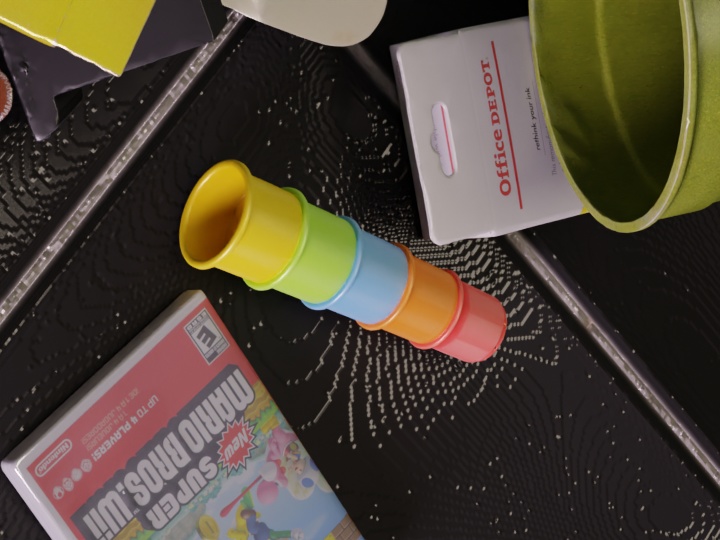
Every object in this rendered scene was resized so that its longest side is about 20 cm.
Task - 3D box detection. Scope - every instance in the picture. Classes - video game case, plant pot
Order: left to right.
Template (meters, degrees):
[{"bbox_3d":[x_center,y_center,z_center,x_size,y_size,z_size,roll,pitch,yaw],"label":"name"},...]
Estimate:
[{"bbox_3d":[-0.082,0.132,1.232,0.143,0.017,0.200,-44,114,-29],"label":"video game case"},{"bbox_3d":[0.214,-0.131,1.224,0.192,0.200,0.201,-8,94,-16],"label":"plant pot"}]

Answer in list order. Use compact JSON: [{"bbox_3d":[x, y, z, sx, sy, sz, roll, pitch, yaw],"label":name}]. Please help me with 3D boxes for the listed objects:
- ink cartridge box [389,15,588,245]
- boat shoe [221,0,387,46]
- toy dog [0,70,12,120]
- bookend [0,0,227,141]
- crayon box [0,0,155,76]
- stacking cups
[{"bbox_3d":[0.089,-0.084,1.329,0.199,0.068,0.116,-14,96,-36],"label":"ink cartridge box"},{"bbox_3d":[-0.079,-0.181,1.216,0.201,0.063,0.074,25,110,-21],"label":"boat shoe"},{"bbox_3d":[-0.226,-0.065,1.080,0.132,0.096,0.201,-10,95,-36],"label":"toy dog"},{"bbox_3d":[-0.092,-0.193,1.118,0.199,0.092,0.199,-19,102,6],"label":"bookend"},{"bbox_3d":[-0.167,-0.185,1.046,0.199,0.051,0.127,27,101,-1],"label":"crayon box"},{"bbox_3d":[0.000,0.000,1.267,0.200,0.060,0.061,21,77,-34],"label":"stacking cups"}]
